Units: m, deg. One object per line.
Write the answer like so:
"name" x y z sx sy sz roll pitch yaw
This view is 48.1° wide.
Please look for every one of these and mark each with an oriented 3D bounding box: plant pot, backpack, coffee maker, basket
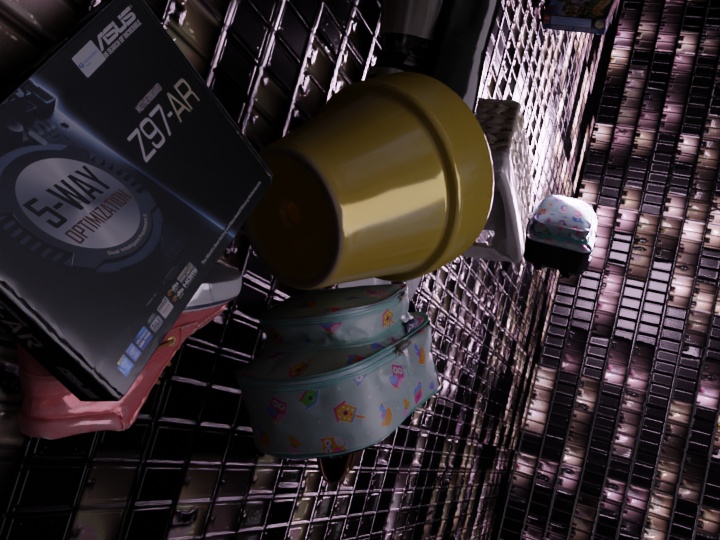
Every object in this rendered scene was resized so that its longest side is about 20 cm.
"plant pot" -0.005 -0.074 0.765 0.188 0.199 0.204 -24 125 -44
"backpack" 0.506 -0.102 2.022 0.201 0.175 0.152 -56 155 -51
"backpack" -0.026 0.099 0.807 0.200 0.173 0.156 -41 121 -58
"coffee maker" 0.100 -0.244 0.913 0.135 0.189 0.203 -26 129 -83
"basket" 0.154 -0.121 1.068 0.201 0.134 0.125 64 41 -53

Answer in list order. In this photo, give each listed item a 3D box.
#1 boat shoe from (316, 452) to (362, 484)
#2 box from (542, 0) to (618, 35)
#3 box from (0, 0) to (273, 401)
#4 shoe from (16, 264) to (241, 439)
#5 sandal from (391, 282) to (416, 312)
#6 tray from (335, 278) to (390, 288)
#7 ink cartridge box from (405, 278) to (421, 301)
"boat shoe" -0.023 0.173 0.983 0.070 0.069 0.203 -55 149 -52
"box" 0.494 -0.594 1.786 0.038 0.135 0.201 79 31 -44
"box" -0.155 -0.049 0.493 0.161 0.043 0.201 54 47 -29
"shoe" -0.162 0.051 0.583 0.199 0.071 0.093 -18 119 -60
"sandal" 0.052 0.055 1.140 0.075 0.047 0.203 -48 143 -53
"tray" 0.000 0.000 0.994 0.107 0.022 0.203 -23 124 -46
"ink cartridge box" 0.077 -0.087 1.128 0.201 0.056 0.164 -56 147 -33
